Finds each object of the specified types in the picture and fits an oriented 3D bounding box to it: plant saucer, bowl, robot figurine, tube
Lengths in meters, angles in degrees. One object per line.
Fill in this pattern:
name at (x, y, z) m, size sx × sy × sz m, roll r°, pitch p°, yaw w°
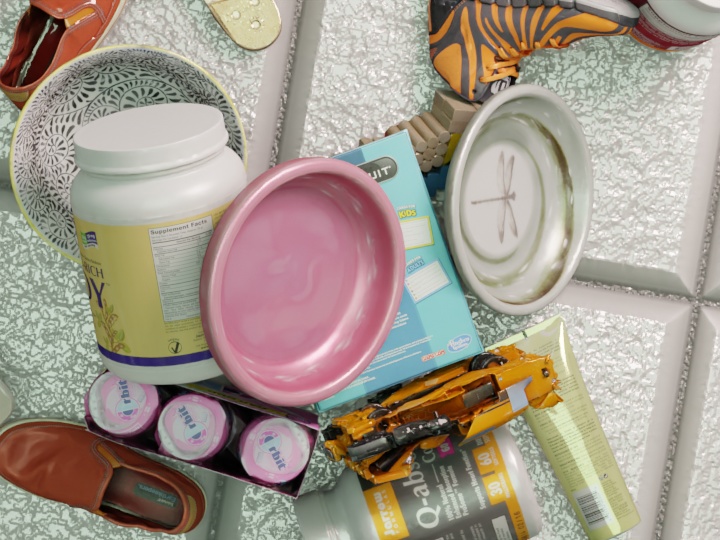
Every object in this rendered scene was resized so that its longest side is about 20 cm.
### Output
plant saucer at (-0.053, 0.006, 1.513) m, size 0.200 × 0.051 × 0.201 m, roll -12°, pitch 109°, yaw -39°
plant saucer at (0.127, -0.062, 1.643) m, size 0.050 × 0.200 × 0.201 m, roll 6°, pitch 92°, yaw 42°
bowl at (-0.202, -0.107, 1.635) m, size 0.200 × 0.094 × 0.201 m, roll -4°, pitch 111°, yaw -10°
robot figurine at (0.064, 0.121, 1.590) m, size 0.199 × 0.145 × 0.058 m, roll -24°, pitch 99°, yaw -11°
tube at (0.187, 0.143, 1.691) m, size 0.058 × 0.052 × 0.200 m, roll -25°, pitch 88°, yaw -42°

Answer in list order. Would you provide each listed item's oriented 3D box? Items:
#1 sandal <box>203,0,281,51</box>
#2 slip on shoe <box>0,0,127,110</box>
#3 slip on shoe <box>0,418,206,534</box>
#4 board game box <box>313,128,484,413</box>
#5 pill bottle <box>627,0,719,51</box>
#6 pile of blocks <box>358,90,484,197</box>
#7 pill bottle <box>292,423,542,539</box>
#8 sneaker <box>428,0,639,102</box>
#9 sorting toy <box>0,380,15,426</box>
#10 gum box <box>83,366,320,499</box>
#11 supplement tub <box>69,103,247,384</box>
sandal at (-0.145, -0.283, 1.656) m, size 0.078 × 0.070 × 0.212 m, roll -41°, pitch 92°, yaw -1°
slip on shoe at (-0.255, -0.229, 1.650) m, size 0.074 × 0.061 × 0.200 m, roll 28°, pitch 92°, yaw 28°
slip on shoe at (-0.232, 0.182, 1.662) m, size 0.199 × 0.061 × 0.074 m, roll 21°, pitch 93°, yaw -1°
board game box at (0.000, 0.000, 1.606) m, size 0.151 × 0.047 × 0.201 m, roll -19°, pitch 93°, yaw -6°
pill bottle at (0.283, -0.251, 1.604) m, size 0.113 × 0.200 × 0.113 m, roll 0°, pitch 90°, yaw -4°
pile of blocks at (0.032, -0.092, 1.678) m, size 0.200 × 0.062 × 0.082 m, roll -30°, pitch 125°, yaw -3°
pill bottle at (0.049, 0.209, 1.651) m, size 0.199 × 0.116 × 0.117 m, roll -20°, pitch 92°, yaw -2°
sneaker at (0.147, -0.195, 1.645) m, size 0.200 × 0.077 × 0.112 m, roll 13°, pitch 101°, yaw 36°
sorting toy at (-0.401, 0.121, 1.635) m, size 0.180 × 0.107 × 0.200 m, roll 29°, pitch 91°, yaw 1°
gum box at (-0.139, 0.131, 1.644) m, size 0.199 × 0.114 × 0.066 m, roll 18°, pitch 91°, yaw -2°
supplement tub at (-0.157, -0.023, 1.546) m, size 0.145 × 0.145 × 0.201 m, roll -9°, pitch 111°, yaw -2°
